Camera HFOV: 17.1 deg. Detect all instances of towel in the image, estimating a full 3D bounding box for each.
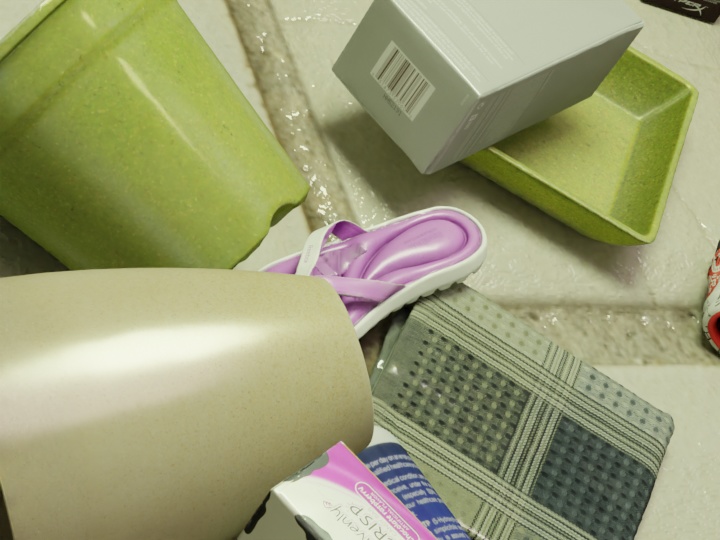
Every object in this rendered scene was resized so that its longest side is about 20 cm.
[{"bbox_3d":[0.091,0.109,1.506,0.200,0.035,0.193,34,44,-4],"label":"towel"}]

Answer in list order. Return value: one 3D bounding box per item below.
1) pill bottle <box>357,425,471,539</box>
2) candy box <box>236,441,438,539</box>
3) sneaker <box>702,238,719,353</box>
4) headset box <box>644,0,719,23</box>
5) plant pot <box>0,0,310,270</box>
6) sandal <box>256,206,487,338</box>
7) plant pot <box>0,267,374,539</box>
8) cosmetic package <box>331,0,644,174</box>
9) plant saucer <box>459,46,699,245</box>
[{"bbox_3d":[-0.007,0.156,1.324,0.119,0.120,0.200,-17,62,-42],"label":"pill bottle"},{"bbox_3d":[-0.021,0.201,1.211,0.136,0.200,0.061,45,43,12],"label":"candy box"},{"bbox_3d":[0.332,0.051,1.684,0.201,0.067,0.108,28,42,-2],"label":"sneaker"},{"bbox_3d":[0.292,-0.324,1.909,0.075,0.200,0.149,14,46,-22],"label":"headset box"},{"bbox_3d":[-0.137,-0.069,1.420,0.184,0.200,0.200,46,41,-4],"label":"plant pot"},{"bbox_3d":[-0.005,-0.004,1.506,0.202,0.050,0.082,-27,51,-34],"label":"sandal"},{"bbox_3d":[-0.101,0.074,1.229,0.199,0.188,0.188,-15,58,-14],"label":"plant pot"},{"bbox_3d":[0.090,-0.154,1.634,0.107,0.090,0.200,49,40,16],"label":"cosmetic package"},{"bbox_3d":[0.133,-0.112,1.722,0.199,0.048,0.200,31,41,-5],"label":"plant saucer"}]
